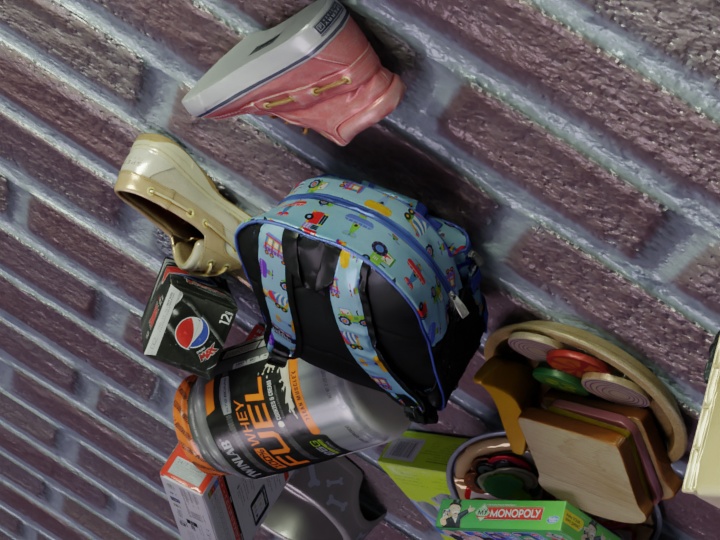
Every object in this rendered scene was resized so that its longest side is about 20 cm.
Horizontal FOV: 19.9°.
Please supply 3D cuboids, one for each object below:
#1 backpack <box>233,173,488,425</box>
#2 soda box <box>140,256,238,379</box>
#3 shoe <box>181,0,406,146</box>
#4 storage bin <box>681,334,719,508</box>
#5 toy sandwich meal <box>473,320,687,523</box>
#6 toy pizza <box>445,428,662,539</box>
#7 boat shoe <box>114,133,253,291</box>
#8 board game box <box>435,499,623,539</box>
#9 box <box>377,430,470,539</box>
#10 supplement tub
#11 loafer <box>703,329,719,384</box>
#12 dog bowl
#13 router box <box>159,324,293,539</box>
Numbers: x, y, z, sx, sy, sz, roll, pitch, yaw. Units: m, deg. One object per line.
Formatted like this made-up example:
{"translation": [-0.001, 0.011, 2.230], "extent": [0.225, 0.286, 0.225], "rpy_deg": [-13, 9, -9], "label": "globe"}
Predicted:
{"translation": [0.000, 0.000, 1.585], "extent": [0.182, 0.135, 0.200], "rpy_deg": [21, 153, 26], "label": "backpack"}
{"translation": [-0.153, 0.039, 1.814], "extent": [0.063, 0.071, 0.200], "rpy_deg": [21, -176, -9], "label": "soda box"}
{"translation": [-0.050, -0.127, 1.487], "extent": [0.091, 0.072, 0.200], "rpy_deg": [47, 148, -16], "label": "shoe"}
{"translation": [0.318, 0.064, 1.258], "extent": [0.094, 0.199, 0.200], "rpy_deg": [27, 162, -31], "label": "storage bin"}
{"translation": [0.175, 0.122, 1.676], "extent": [0.205, 0.070, 0.205], "rpy_deg": [27, 155, 14], "label": "toy sandwich meal"}
{"translation": [0.170, 0.212, 1.838], "extent": [0.199, 0.032, 0.201], "rpy_deg": [14, 143, 11], "label": "toy pizza"}
{"translation": [-0.137, -0.029, 1.773], "extent": [0.200, 0.069, 0.074], "rpy_deg": [44, 153, -23], "label": "boat shoe"}
{"translation": [0.178, 0.251, 1.815], "extent": [0.134, 0.029, 0.200], "rpy_deg": [-5, 150, 39], "label": "board game box"}
{"translation": [0.117, 0.234, 1.981], "extent": [0.122, 0.048, 0.200], "rpy_deg": [3, 141, 48], "label": "box"}
{"translation": [-0.060, 0.112, 1.807], "extent": [0.199, 0.123, 0.123], "rpy_deg": [-20, 127, 33], "label": "supplement tub"}
{"translation": [0.335, 0.103, 1.449], "extent": [0.200, 0.071, 0.068], "rpy_deg": [30, 156, 7], "label": "loafer"}
{"translation": [-0.072, 0.233, 2.192], "extent": [0.199, 0.059, 0.200], "rpy_deg": [26, 154, 14], "label": "dog bowl"}
{"translation": [-0.115, 0.178, 1.996], "extent": [0.049, 0.180, 0.200], "rpy_deg": [24, 153, 18], "label": "router box"}
